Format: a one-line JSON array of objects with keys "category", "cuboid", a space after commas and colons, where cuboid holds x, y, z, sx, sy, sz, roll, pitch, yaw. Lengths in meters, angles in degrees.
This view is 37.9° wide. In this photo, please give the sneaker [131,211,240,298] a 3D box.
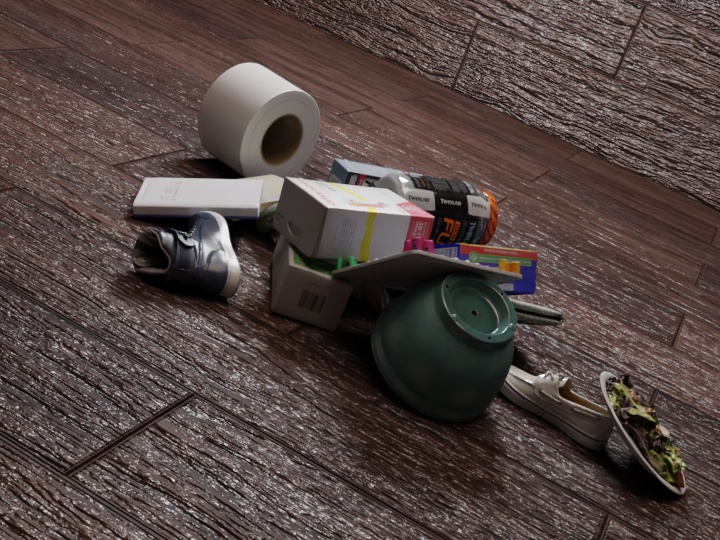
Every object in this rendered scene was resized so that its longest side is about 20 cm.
[{"category": "sneaker", "cuboid": [-0.267, -0.042, 1.546, 0.145, 0.077, 0.203, 13, 23, -28]}]

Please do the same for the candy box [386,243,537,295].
[{"category": "candy box", "cuboid": [0.163, 0.002, 1.734, 0.168, 0.078, 0.199, 6, -5, -34]}]

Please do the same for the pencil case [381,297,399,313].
[{"category": "pencil case", "cuboid": [0.125, 0.098, 1.587, 0.198, 0.086, 0.084, 12, -15, -22]}]

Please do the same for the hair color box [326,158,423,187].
[{"category": "hair color box", "cuboid": [0.032, -0.133, 1.912, 0.198, 0.100, 0.061, 6, 24, -34]}]

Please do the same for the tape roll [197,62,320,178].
[{"category": "tape roll", "cuboid": [-0.194, -0.279, 2.021, 0.139, 0.204, 0.202, 34, 24, 33]}]

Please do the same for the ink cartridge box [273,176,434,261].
[{"category": "ink cartridge box", "cuboid": [-0.011, -0.074, 1.596, 0.198, 0.084, 0.145, 3, 20, -34]}]

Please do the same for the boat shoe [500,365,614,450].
[{"category": "boat shoe", "cuboid": [0.284, 0.181, 1.541, 0.199, 0.070, 0.071, 33, 24, 27]}]

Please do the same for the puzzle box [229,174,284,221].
[{"category": "puzzle box", "cuboid": [-0.188, -0.130, 1.840, 0.199, 0.026, 0.132, -13, 29, -43]}]

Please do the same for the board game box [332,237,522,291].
[{"category": "board game box", "cuboid": [0.093, -0.002, 1.492, 0.198, 0.026, 0.199, 12, -15, -34]}]

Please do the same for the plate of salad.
[{"category": "plate of salad", "cuboid": [0.410, 0.224, 1.495, 0.200, 0.048, 0.201, 42, 24, -23]}]

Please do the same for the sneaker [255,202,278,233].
[{"category": "sneaker", "cuboid": [-0.093, -0.075, 1.742, 0.199, 0.090, 0.077, -13, -7, 34]}]

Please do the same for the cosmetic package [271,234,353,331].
[{"category": "cosmetic package", "cuboid": [-0.077, 0.002, 1.612, 0.107, 0.085, 0.200, 18, 23, -13]}]

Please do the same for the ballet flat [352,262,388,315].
[{"category": "ballet flat", "cuboid": [0.000, 0.000, 1.703, 0.066, 0.068, 0.201, -10, 48, -2]}]

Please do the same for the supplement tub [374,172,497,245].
[{"category": "supplement tub", "cuboid": [0.125, -0.096, 1.779, 0.198, 0.124, 0.123, 4, 26, -26]}]

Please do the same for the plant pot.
[{"category": "plant pot", "cuboid": [0.133, 0.086, 1.439, 0.198, 0.134, 0.202, 18, 46, -19]}]

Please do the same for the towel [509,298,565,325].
[{"category": "towel", "cuboid": [0.196, 0.058, 1.695, 0.198, 0.035, 0.192, 11, -5, -25]}]

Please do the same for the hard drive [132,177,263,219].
[{"category": "hard drive", "cuboid": [-0.263, -0.119, 1.724, 0.198, 0.026, 0.132, 1, 24, -2]}]
